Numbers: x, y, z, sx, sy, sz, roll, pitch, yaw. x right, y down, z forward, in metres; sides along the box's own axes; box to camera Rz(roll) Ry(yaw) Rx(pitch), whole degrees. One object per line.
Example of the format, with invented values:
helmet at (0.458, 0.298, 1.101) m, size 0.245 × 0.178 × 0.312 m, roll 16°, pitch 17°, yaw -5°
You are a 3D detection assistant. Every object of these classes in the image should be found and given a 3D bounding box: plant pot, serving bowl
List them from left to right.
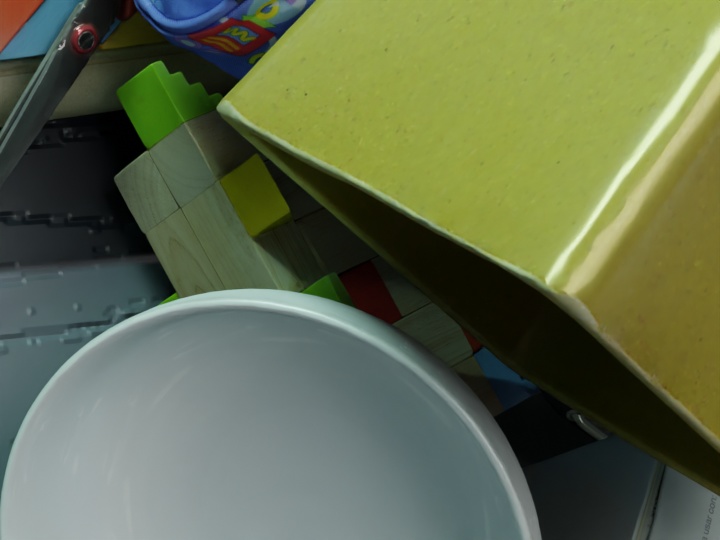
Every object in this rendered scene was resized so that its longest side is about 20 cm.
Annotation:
serving bowl at (-0.025, 0.096, 1.007) m, size 0.200 × 0.200 × 0.066 m, roll 57°, pitch 24°, yaw -5°
plant pot at (0.114, -0.056, 0.960) m, size 0.200 × 0.195 × 0.194 m, roll -54°, pitch 131°, yaw -6°

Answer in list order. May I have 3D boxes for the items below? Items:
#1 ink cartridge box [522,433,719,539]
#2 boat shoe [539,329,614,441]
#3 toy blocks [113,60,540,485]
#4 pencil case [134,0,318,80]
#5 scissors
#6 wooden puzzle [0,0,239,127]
ink cartridge box at (0.146, 0.145, 1.103) m, size 0.200 × 0.146 × 0.083 m, roll 29°, pitch 62°, yaw -22°
boat shoe at (0.148, 0.058, 1.144) m, size 0.200 × 0.060 × 0.076 m, roll 32°, pitch 40°, yaw -38°
toy blocks at (0.000, 0.000, 1.096) m, size 0.137 × 0.100 × 0.201 m, roll -25°, pitch 85°, yaw -45°
pencil case at (0.010, -0.091, 1.039) m, size 0.200 × 0.087 × 0.078 m, roll 24°, pitch 40°, yaw -39°
scissors at (-0.099, -0.099, 1.027) m, size 0.200 × 0.014 × 0.073 m, roll -45°, pitch 131°, yaw -11°
wooden puzzle at (-0.081, -0.148, 1.045) m, size 0.184 × 0.037 × 0.201 m, roll -11°, pitch 119°, yaw -32°
